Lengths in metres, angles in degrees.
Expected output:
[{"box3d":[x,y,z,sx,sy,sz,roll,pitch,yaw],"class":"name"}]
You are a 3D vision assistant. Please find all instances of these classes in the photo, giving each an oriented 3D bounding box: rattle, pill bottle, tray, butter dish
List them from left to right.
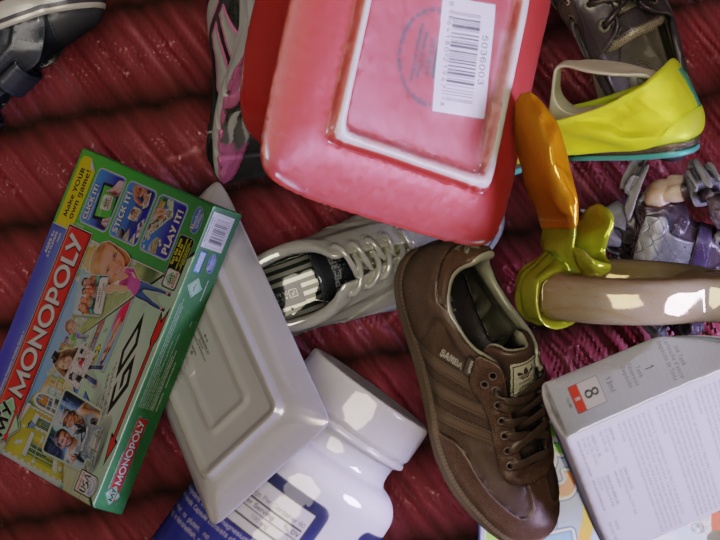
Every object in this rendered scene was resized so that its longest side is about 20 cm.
[{"box3d":[-0.094,0.047,1.643,0.107,0.022,0.200,-43,52,24],"class":"tray"},{"box3d":[-0.050,0.156,1.667,0.120,0.120,0.200,36,91,0],"class":"pill bottle"},{"box3d":[-0.002,-0.129,1.593,0.199,0.148,0.201,16,83,-40],"class":"butter dish"},{"box3d":[0.194,-0.027,1.595,0.199,0.130,0.143,0,80,10],"class":"rattle"}]

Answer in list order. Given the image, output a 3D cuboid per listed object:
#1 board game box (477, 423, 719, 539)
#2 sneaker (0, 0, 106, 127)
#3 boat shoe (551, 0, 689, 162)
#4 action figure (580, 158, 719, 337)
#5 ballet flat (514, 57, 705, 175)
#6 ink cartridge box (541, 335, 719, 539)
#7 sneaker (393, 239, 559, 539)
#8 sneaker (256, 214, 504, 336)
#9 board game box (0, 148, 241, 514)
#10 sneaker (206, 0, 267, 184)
[{"box3d":[0.174,0.148,1.705,0.199,0.037,0.152,0,91,2],"class":"board game box"},{"box3d":[-0.246,-0.119,1.686,0.200,0.078,0.080,-19,86,12],"class":"sneaker"},{"box3d":[0.163,-0.156,1.654,0.072,0.065,0.200,-27,114,-9],"class":"boat shoe"},{"box3d":[0.229,-0.011,1.669,0.199,0.069,0.130,10,136,0],"class":"action figure"},{"box3d":[0.115,-0.093,1.643,0.199,0.067,0.067,-8,105,24],"class":"ballet flat"},{"box3d":[0.219,0.083,1.608,0.200,0.162,0.050,-26,55,0],"class":"ink cartridge box"},{"box3d":[0.081,0.076,1.636,0.070,0.075,0.200,-26,95,-32],"class":"sneaker"},{"box3d":[0.000,0.000,1.687,0.200,0.071,0.073,-25,91,1],"class":"sneaker"},{"box3d":[-0.163,0.036,1.671,0.134,0.029,0.200,23,92,41],"class":"board game box"},{"box3d":[-0.064,-0.156,1.688,0.080,0.086,0.201,1,112,-31],"class":"sneaker"}]
